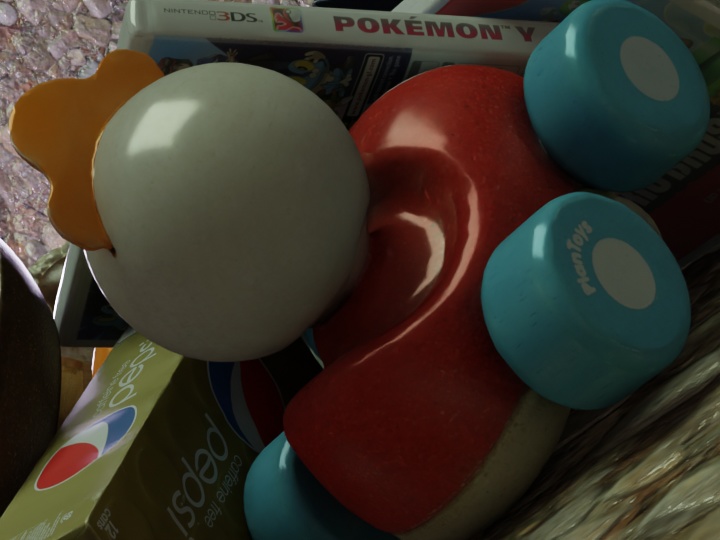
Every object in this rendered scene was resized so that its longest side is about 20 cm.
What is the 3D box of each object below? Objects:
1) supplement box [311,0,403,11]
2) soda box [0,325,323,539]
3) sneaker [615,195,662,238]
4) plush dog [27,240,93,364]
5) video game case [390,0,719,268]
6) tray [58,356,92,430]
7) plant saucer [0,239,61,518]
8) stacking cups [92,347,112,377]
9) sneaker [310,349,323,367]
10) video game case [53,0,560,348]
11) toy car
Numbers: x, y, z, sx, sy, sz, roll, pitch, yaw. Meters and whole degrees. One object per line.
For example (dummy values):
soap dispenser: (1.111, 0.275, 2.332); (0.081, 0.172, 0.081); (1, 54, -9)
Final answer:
supplement box: (0.098, -0.127, 0.983); (0.198, 0.135, 0.200); (-10, 26, 13)
soda box: (-0.073, 0.076, 0.722); (0.064, 0.068, 0.200); (-28, 17, 24)
sneaker: (0.043, 0.032, 0.829); (0.199, 0.074, 0.082); (-37, 5, 16)
plush dog: (-0.124, 0.097, 1.088); (0.171, 0.201, 0.160); (-37, -15, 26)
video game case: (0.098, -0.066, 0.792); (0.143, 0.199, 0.018); (-37, 42, 40)
tray: (-0.162, 0.143, 0.872); (0.099, 0.037, 0.201); (-101, 32, -50)
plant saucer: (-0.157, 0.086, 0.789); (0.200, 0.036, 0.202); (-166, 90, -70)
stacking cups: (-0.103, 0.074, 0.876); (0.060, 0.202, 0.061); (0, -23, 0)
sneaker: (-0.051, 0.115, 0.945); (0.201, 0.074, 0.118); (-50, -23, 13)
video game case: (-0.019, -0.030, 0.782); (0.180, 0.023, 0.201); (1, -35, -18)
toy car: (-0.019, -0.022, 0.655); (0.184, 0.199, 0.178); (-41, 26, 45)
